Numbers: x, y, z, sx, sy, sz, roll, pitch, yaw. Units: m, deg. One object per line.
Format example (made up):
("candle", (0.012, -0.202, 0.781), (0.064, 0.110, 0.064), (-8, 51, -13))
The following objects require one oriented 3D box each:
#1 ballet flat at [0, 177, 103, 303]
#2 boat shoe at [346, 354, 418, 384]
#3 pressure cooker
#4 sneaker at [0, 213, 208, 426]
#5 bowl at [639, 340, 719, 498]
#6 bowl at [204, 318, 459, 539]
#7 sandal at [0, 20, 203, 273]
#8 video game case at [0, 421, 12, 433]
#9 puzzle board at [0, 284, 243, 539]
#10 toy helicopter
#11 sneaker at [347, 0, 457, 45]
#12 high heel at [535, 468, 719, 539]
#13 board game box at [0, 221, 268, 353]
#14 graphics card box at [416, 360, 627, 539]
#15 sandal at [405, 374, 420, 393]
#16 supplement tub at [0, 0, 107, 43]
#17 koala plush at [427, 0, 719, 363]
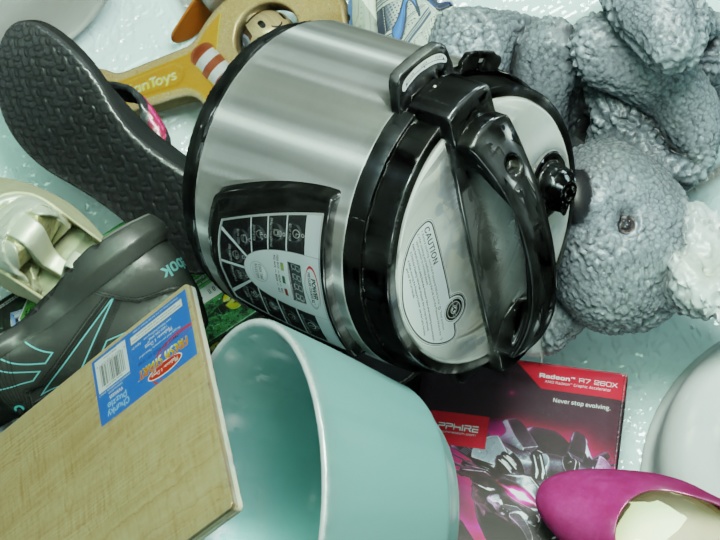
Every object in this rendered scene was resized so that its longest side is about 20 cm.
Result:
("ballet flat", (-0.180, -0.006, 1.658), (0.199, 0.070, 0.070), (33, 77, 19))
("boat shoe", (-0.050, 0.079, 1.568), (0.199, 0.073, 0.063), (-15, 40, -7))
("pressure cooker", (0.023, -0.040, 1.488), (0.199, 0.176, 0.180), (20, 90, 37))
("sneaker", (-0.174, 0.054, 1.589), (0.200, 0.075, 0.079), (-40, 89, 21))
("bowl", (0.258, 0.108, 1.558), (0.200, 0.090, 0.202), (-3, 69, 7))
("bowl", (-0.017, 0.130, 1.463), (0.104, 0.201, 0.202), (5, 66, -25))
("sandal", (-0.149, -0.076, 1.683), (0.200, 0.045, 0.075), (43, 121, 9))
("video game case", (-0.331, 0.062, 1.692), (0.199, 0.023, 0.183), (-25, 68, 6))
("puzzle board", (-0.145, 0.121, 1.519), (0.200, 0.017, 0.151), (-38, 47, 28))
("toy helicopter", (-0.100, -0.136, 1.718), (0.199, 0.079, 0.133), (-17, 74, 15))
("sneaker", (0.038, -0.142, 1.679), (0.085, 0.077, 0.201), (-2, 57, 18))
("high heel", (0.186, 0.151, 1.469), (0.199, 0.096, 0.068), (26, 82, 13))
("board game box", (-0.137, 0.022, 1.688), (0.199, 0.023, 0.105), (-32, 66, -4))
("graphics card box", (0.083, 0.144, 1.563), (0.125, 0.051, 0.201), (8, 57, 5))
("sandal", (0.000, 0.000, 1.652), (0.075, 0.045, 0.201), (-9, 70, -20))
("supplement tub", (-0.257, -0.238, 1.742), (0.140, 0.140, 0.200), (-33, 68, -5))
("koala plush", (0.151, -0.051, 1.589), (0.176, 0.184, 0.201), (-15, 68, 25))
